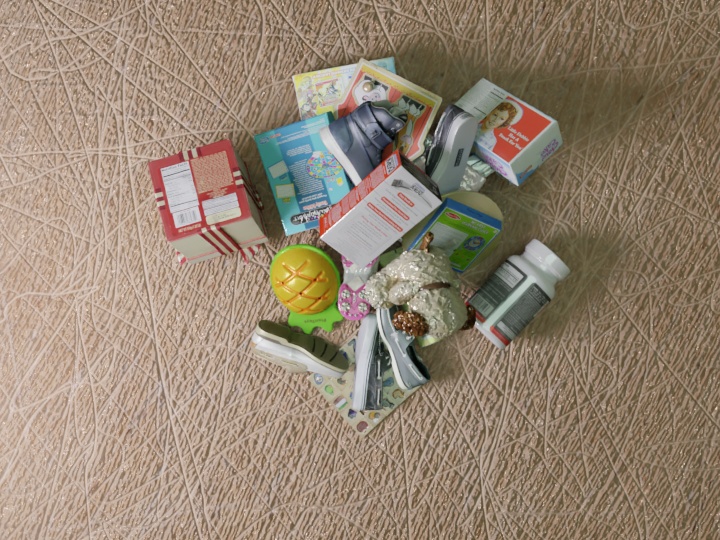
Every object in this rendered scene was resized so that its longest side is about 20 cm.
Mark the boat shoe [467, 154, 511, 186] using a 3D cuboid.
[{"bbox_3d":[0.272,-0.205,1.371,0.202,0.075,0.086,-29,93,6],"label":"boat shoe"}]

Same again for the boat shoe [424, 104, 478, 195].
[{"bbox_3d":[0.148,-0.203,1.294,0.072,0.068,0.200,-13,134,-34],"label":"boat shoe"}]

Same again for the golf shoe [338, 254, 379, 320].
[{"bbox_3d":[0.000,0.000,1.389,0.075,0.092,0.201,11,83,8],"label":"golf shoe"}]

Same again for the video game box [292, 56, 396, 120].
[{"bbox_3d":[-0.018,-0.304,1.383,0.199,0.047,0.183,-10,98,2],"label":"video game box"}]

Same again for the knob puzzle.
[{"bbox_3d":[0.031,-0.265,1.321,0.219,0.030,0.220,4,102,19],"label":"knob puzzle"}]

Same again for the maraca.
[{"bbox_3d":[-0.102,0.038,1.383,0.137,0.107,0.200,-6,119,13],"label":"maraca"}]

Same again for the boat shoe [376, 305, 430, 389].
[{"bbox_3d":[0.086,0.134,1.385,0.062,0.073,0.201,-11,102,29],"label":"boat shoe"}]

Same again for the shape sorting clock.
[{"bbox_3d":[0.176,-0.069,1.356,0.199,0.039,0.200,-7,134,-7],"label":"shape sorting clock"}]

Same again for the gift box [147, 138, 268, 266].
[{"bbox_3d":[-0.281,-0.107,1.329,0.184,0.187,0.201,-12,78,0],"label":"gift box"}]

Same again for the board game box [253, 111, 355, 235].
[{"bbox_3d":[-0.098,-0.183,1.354,0.151,0.047,0.201,-14,103,15],"label":"board game box"}]

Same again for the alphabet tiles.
[{"bbox_3d":[0.021,0.212,1.438,0.200,0.008,0.167,-42,92,3],"label":"alphabet tiles"}]

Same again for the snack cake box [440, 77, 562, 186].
[{"bbox_3d":[0.256,-0.258,1.305,0.115,0.067,0.200,-42,50,-2],"label":"snack cake box"}]

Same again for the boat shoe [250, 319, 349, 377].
[{"bbox_3d":[-0.121,0.168,1.410,0.200,0.075,0.069,25,113,1],"label":"boat shoe"}]

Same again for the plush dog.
[{"bbox_3d":[0.129,0.043,1.279,0.199,0.161,0.172,-5,54,-24],"label":"plush dog"}]

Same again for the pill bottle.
[{"bbox_3d":[0.299,0.044,1.367,0.116,0.116,0.200,44,94,-2],"label":"pill bottle"}]

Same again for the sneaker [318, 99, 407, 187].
[{"bbox_3d":[0.042,-0.210,1.280,0.146,0.077,0.202,-32,118,15],"label":"sneaker"}]

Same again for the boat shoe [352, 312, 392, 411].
[{"bbox_3d":[0.027,0.181,1.405,0.071,0.072,0.201,5,104,-8],"label":"boat shoe"}]

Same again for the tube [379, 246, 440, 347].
[{"bbox_3d":[0.105,0.050,1.407,0.052,0.058,0.200,-24,88,37],"label":"tube"}]

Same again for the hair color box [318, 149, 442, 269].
[{"bbox_3d":[0.033,-0.106,1.264,0.200,0.064,0.111,-39,123,24],"label":"hair color box"}]

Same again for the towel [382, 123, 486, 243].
[{"bbox_3d":[0.107,-0.155,1.365,0.191,0.032,0.200,38,110,-4],"label":"towel"}]
